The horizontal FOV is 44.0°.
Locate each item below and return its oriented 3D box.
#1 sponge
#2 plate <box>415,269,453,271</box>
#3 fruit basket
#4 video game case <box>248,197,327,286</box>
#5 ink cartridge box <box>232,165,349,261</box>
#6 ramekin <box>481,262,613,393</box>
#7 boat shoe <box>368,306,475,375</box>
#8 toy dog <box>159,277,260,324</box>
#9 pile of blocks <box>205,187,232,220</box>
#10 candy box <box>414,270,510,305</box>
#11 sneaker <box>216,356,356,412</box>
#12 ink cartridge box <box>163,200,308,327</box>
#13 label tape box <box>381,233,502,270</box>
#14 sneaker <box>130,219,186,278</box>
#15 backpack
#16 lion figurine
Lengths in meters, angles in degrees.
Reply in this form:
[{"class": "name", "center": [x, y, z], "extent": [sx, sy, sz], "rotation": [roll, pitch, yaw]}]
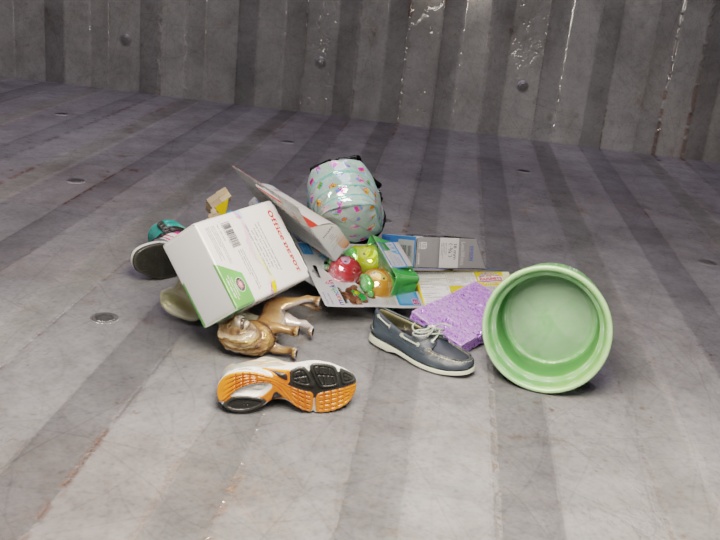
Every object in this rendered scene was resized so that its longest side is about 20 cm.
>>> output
[{"class": "sponge", "center": [0.188, 0.081, 1.563], "extent": [0.111, 0.030, 0.199], "rotation": [34, 36, 29]}, {"class": "plate", "center": [0.094, 0.014, 1.776], "extent": [0.198, 0.033, 0.200], "rotation": [2, 19, -12]}, {"class": "fruit basket", "center": [0.000, 0.000, 1.605], "extent": [0.198, 0.094, 0.186], "rotation": [7, 35, -29]}, {"class": "video game case", "center": [-0.114, -0.037, 1.657], "extent": [0.199, 0.022, 0.183], "rotation": [34, 18, -34]}, {"class": "ink cartridge box", "center": [-0.117, -0.110, 1.527], "extent": [0.162, 0.050, 0.200], "rotation": [33, -14, 29]}, {"class": "ramekin", "center": [0.297, 0.083, 1.405], "extent": [0.198, 0.202, 0.098], "rotation": [11, 13, 15]}, {"class": "boat shoe", "center": [0.101, 0.113, 1.453], "extent": [0.199, 0.062, 0.075], "rotation": [22, 23, 37]}, {"class": "toy dog", "center": [-0.219, 0.006, 1.553], "extent": [0.192, 0.141, 0.200], "rotation": [24, 23, 10]}, {"class": "pile of blocks", "center": [-0.274, -0.055, 1.700], "extent": [0.081, 0.202, 0.062], "rotation": [16, -21, -7]}, {"class": "candy box", "center": [0.200, 0.045, 1.675], "extent": [0.198, 0.027, 0.103], "rotation": [1, 45, -15]}, {"class": "sneaker", "center": [-0.106, 0.151, 1.272], "extent": [0.198, 0.077, 0.092], "rotation": [3, 15, -12]}, {"class": "ink cartridge box", "center": [-0.193, -0.014, 1.417], "extent": [0.084, 0.146, 0.200], "rotation": [-28, -1, 34]}, {"class": "label tape box", "center": [0.158, -0.037, 1.734], "extent": [0.198, 0.064, 0.144], "rotation": [1, 4, -26]}, {"class": "sneaker", "center": [-0.384, -0.047, 1.722], "extent": [0.120, 0.084, 0.199], "rotation": [26, 19, 34]}, {"class": "backpack", "center": [-0.026, -0.125, 1.671], "extent": [0.165, 0.200, 0.127], "rotation": [-20, 64, -3]}, {"class": "lion figurine", "center": [-0.144, 0.085, 1.446], "extent": [0.121, 0.073, 0.200], "rotation": [10, 17, 14]}]
